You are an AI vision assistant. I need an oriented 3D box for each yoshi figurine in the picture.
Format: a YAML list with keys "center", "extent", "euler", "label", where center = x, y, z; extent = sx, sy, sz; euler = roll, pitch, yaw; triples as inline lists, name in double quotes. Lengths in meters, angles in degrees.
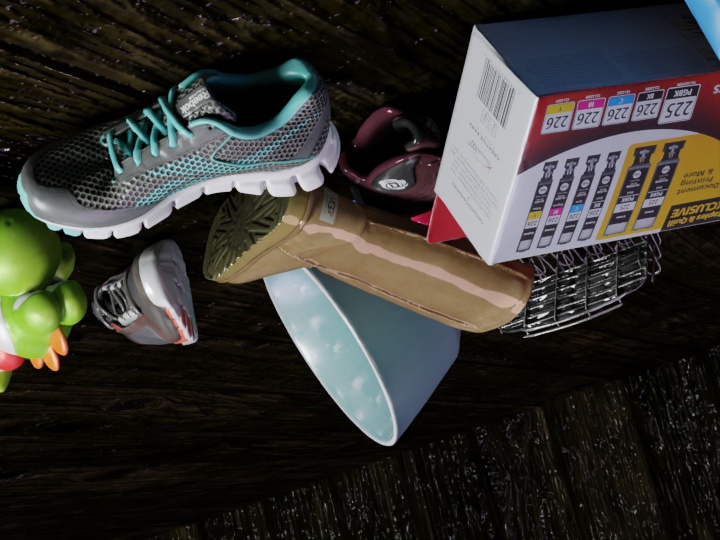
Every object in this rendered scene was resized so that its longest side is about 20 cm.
- center: [-0.253, 0.007, 1.118]
  extent: [0.112, 0.113, 0.199]
  euler: [40, 153, -26]
  label: "yoshi figurine"

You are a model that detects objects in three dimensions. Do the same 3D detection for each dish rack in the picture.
- center: [0.186, -0.021, 1.316]
  extent: [0.152, 0.201, 0.055]
  euler: [-22, 125, 29]
  label: "dish rack"

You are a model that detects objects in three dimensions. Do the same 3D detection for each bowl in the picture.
- center: [0.011, 0.035, 1.347]
  extent: [0.105, 0.202, 0.201]
  euler: [-34, 172, -16]
  label: "bowl"

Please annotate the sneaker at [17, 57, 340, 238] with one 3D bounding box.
- center: [-0.106, -0.082, 0.945]
  extent: [0.198, 0.078, 0.091]
  euler: [-16, 152, -15]
  label: "sneaker"

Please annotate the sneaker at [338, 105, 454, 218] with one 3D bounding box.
- center: [0.076, -0.088, 1.106]
  extent: [0.198, 0.076, 0.115]
  euler: [-18, 164, 12]
  label: "sneaker"

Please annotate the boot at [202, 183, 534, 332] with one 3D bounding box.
- center: [0.000, 0.000, 1.181]
  extent: [0.199, 0.067, 0.175]
  euler: [21, 162, -24]
  label: "boot"

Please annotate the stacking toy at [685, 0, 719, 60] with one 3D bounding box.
- center: [0.256, -0.197, 0.839]
  extent: [0.199, 0.110, 0.116]
  euler: [-32, 152, 16]
  label: "stacking toy"

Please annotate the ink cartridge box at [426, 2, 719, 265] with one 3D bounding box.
- center: [0.158, -0.076, 1.055]
  extent: [0.198, 0.084, 0.177]
  euler: [-11, 134, -25]
  label: "ink cartridge box"

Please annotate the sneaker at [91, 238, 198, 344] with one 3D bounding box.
- center: [-0.178, 0.030, 1.297]
  extent: [0.081, 0.078, 0.200]
  euler: [-8, 166, -4]
  label: "sneaker"

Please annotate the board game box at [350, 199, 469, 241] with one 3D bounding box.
- center: [0.084, -0.035, 1.269]
  extent: [0.199, 0.039, 0.157]
  euler: [0, -179, -35]
  label: "board game box"
